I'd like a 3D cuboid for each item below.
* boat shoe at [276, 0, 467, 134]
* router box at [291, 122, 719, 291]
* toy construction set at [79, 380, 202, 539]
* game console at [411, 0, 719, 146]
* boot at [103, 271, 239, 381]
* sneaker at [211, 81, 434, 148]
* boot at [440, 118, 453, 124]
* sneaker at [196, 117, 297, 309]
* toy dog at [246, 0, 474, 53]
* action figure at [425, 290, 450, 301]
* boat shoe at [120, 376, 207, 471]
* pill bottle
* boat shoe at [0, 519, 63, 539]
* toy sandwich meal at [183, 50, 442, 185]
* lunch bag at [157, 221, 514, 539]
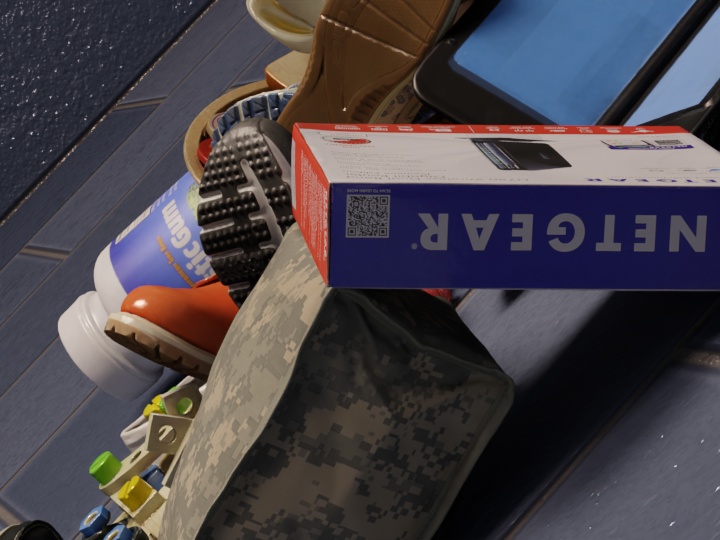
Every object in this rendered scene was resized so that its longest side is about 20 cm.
[{"bbox_3d":[0.007,-0.117,1.537,0.200,0.073,0.063,-56,-23,21],"label":"boat shoe"},{"bbox_3d":[0.074,-0.032,1.219,0.180,0.199,0.049,-121,32,-77],"label":"router box"},{"bbox_3d":[-0.101,0.122,1.492,0.131,0.092,0.200,-46,2,-8],"label":"toy construction set"},{"bbox_3d":[0.155,-0.145,1.445,0.200,0.116,0.176,-50,14,-21],"label":"game console"},{"bbox_3d":[-0.057,0.013,1.416,0.075,0.200,0.108,19,96,38],"label":"boot"},{"bbox_3d":[-0.006,-0.097,1.637,0.200,0.077,0.085,-22,4,36],"label":"sneaker"},{"bbox_3d":[0.093,-0.109,1.641,0.155,0.074,0.200,-45,6,27],"label":"boot"},{"bbox_3d":[-0.021,0.005,1.365,0.074,0.201,0.080,-2,30,39],"label":"sneaker"},{"bbox_3d":[0.004,-0.200,1.693,0.194,0.200,0.140,4,55,50],"label":"toy dog"},{"bbox_3d":[0.000,0.000,1.551,0.065,0.052,0.200,-23,24,-19],"label":"action figure"},{"bbox_3d":[-0.066,0.053,1.630,0.200,0.066,0.072,-44,12,1],"label":"boat shoe"},{"bbox_3d":[-0.119,0.001,1.858,0.200,0.112,0.112,-42,13,15],"label":"pill bottle"},{"bbox_3d":[-0.185,0.198,1.536,0.066,0.075,0.199,-39,14,16],"label":"boat shoe"},{"bbox_3d":[-0.021,-0.100,1.762,0.205,0.204,0.070,-60,-22,-50],"label":"toy sandwich meal"},{"bbox_3d":[-0.027,0.098,1.236,0.200,0.117,0.164,-60,12,5],"label":"lunch bag"}]
